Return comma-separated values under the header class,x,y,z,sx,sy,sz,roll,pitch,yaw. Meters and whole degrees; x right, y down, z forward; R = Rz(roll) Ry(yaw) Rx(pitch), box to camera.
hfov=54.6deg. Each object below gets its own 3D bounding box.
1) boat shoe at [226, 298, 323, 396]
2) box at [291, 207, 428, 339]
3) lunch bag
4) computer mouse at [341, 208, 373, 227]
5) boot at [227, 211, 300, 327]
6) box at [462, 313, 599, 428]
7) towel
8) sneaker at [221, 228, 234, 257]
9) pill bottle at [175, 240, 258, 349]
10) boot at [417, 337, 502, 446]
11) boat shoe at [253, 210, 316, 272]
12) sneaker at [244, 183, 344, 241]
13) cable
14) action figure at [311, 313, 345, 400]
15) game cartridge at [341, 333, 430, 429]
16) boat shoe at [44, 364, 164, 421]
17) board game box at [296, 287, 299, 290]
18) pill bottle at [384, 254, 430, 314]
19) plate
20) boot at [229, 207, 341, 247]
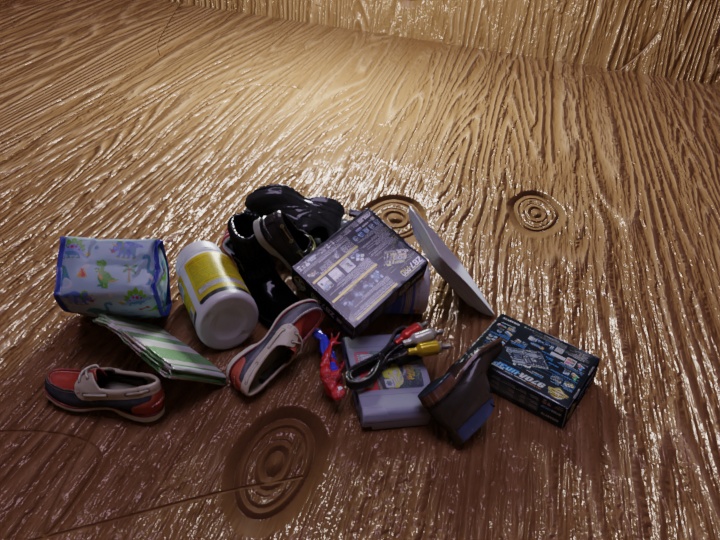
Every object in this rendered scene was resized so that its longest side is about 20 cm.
class,x,y,z,sx,sy,sz,roll,pitch,yaw
boat shoe,-0.130,0.126,1.148,0.199,0.072,0.062,-40,40,-22
box,0.000,0.000,1.236,0.160,0.050,0.199,39,60,20
lunch bag,-0.414,0.025,1.195,0.165,0.201,0.131,1,66,-9
computer mouse,-0.049,-0.114,1.578,0.194,0.047,0.142,5,34,-1
boot,-0.176,0.000,1.281,0.078,0.161,0.210,-25,43,-33
box,0.292,0.165,1.205,0.197,0.047,0.158,25,38,27
towel,-0.320,0.128,1.127,0.197,0.024,0.152,26,0,30
sneaker,-0.194,-0.064,1.458,0.194,0.073,0.113,1,28,7
pill bottle,-0.264,0.037,1.254,0.111,0.117,0.201,-11,37,-24
boot,0.180,0.190,1.115,0.198,0.075,0.098,-31,86,-35
boat shoe,-0.117,-0.042,1.280,0.059,0.201,0.073,-26,56,17
sneaker,-0.127,-0.104,1.340,0.194,0.076,0.093,10,64,-8
cable,0.049,0.130,1.154,0.196,0.052,0.097,-14,37,-30
action figure,-0.051,0.145,1.168,0.050,0.067,0.202,-14,34,0
game cartridge,0.046,0.177,1.163,0.129,0.042,0.202,1,33,-14
boat shoe,-0.391,0.176,1.061,0.194,0.064,0.072,10,35,10
board game box,-0.038,-0.009,1.431,0.194,0.035,0.127,-1,35,-10
pill bottle,0.027,0.024,1.320,0.194,0.115,0.113,1,33,-8
plate,0.171,-0.013,1.377,0.032,0.200,0.201,-39,35,11
boot,-0.140,-0.067,1.394,0.198,0.066,0.166,34,52,4
